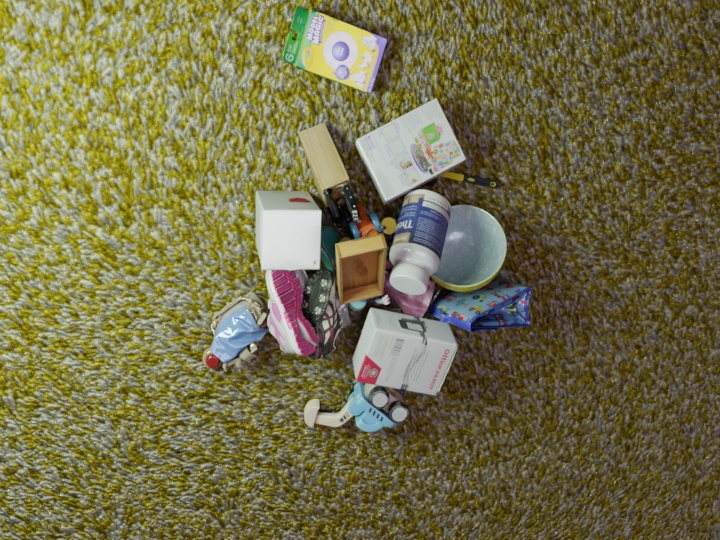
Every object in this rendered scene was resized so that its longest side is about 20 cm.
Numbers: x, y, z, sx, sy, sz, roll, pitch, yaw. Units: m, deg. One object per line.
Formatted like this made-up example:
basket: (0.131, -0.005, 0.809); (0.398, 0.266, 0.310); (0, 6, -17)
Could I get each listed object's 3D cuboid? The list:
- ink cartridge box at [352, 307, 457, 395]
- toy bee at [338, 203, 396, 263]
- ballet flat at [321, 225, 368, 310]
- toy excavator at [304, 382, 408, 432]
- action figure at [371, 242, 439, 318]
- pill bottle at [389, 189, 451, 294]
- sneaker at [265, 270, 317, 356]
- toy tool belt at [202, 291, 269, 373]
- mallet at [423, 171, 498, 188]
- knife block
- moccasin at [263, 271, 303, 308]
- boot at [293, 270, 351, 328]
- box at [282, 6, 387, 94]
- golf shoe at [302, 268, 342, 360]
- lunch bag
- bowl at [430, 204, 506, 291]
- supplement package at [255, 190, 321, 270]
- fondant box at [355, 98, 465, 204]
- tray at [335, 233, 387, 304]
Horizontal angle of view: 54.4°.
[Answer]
ink cartridge box: (0.097, 0.181, 1.549); (0.195, 0.084, 0.148); (12, 118, -16)
toy bee: (0.014, -0.060, 1.488); (0.128, 0.201, 0.111); (-15, 116, 15)
ballet flat: (-0.043, -0.007, 1.551); (0.066, 0.070, 0.203); (-29, 98, -14)
toy excavator: (-0.010, 0.331, 1.657); (0.193, 0.100, 0.201); (38, 104, -18)
action figure: (0.077, 0.030, 1.596); (0.197, 0.149, 0.136); (28, 75, 0)
pill bottle: (0.122, -0.058, 1.483); (0.109, 0.111, 0.204); (25, 64, -18)
sneaker: (-0.164, 0.088, 1.474); (0.080, 0.087, 0.205); (-12, 85, -50)
toy tool belt: (-0.274, 0.150, 1.521); (0.124, 0.123, 0.201); (41, 95, -20)
mallet: (0.221, -0.201, 1.579); (0.195, 0.041, 0.067); (16, 101, -21)
knife block: (-0.058, -0.190, 1.442); (0.063, 0.176, 0.204); (-21, 109, -6)
moccasin: (-0.166, 0.067, 1.545); (0.072, 0.078, 0.207); (-11, 108, -9)
boot: (-0.088, 0.054, 1.572); (0.094, 0.073, 0.204); (-28, 116, -13)
box: (-0.054, -0.452, 1.436); (0.195, 0.048, 0.120); (15, 102, -15)
golf shoe: (-0.080, 0.091, 1.518); (0.087, 0.076, 0.205); (-4, 113, -44)
lunch bag: (0.262, 0.083, 1.580); (0.196, 0.150, 0.097); (-13, 110, -28)
bowl: (0.230, -0.033, 1.579); (0.196, 0.203, 0.108); (-25, 153, -4)
supplement package: (-0.151, -0.087, 1.439); (0.118, 0.200, 0.123); (0, 107, -13)
fondant box: (0.106, -0.253, 1.498); (0.196, 0.058, 0.147); (-27, 87, -2)
tray: (0.000, 0.000, 1.429); (0.096, 0.038, 0.201); (-13, 153, -8)
